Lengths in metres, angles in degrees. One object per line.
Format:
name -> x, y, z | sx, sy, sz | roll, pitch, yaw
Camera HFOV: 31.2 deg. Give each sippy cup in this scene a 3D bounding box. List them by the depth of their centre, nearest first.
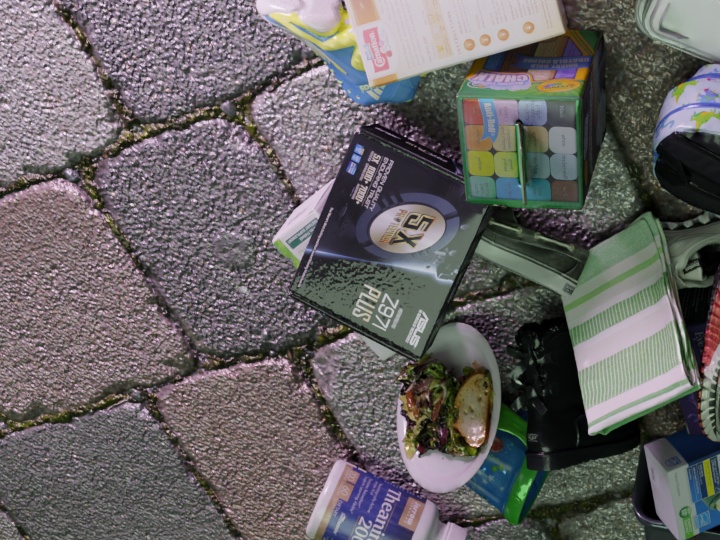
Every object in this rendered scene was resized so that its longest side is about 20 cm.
sippy cup -> 0.165, 0.219, 1.574 | 0.129, 0.139, 0.180 | 26, 118, 16

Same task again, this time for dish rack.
dish rack -> 0.370, -0.258, 1.212 | 0.198, 0.044, 0.173 | 22, 128, 5

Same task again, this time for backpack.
backpack -> 0.381, -0.112, 1.247 | 0.197, 0.156, 0.164 | 5, 155, 5

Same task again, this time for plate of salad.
plate of salad -> 0.094, 0.160, 1.523 | 0.048, 0.202, 0.200 | 12, 137, -32

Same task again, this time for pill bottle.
pill bottle -> 0.036, 0.341, 1.712 | 0.198, 0.111, 0.112 | 24, 129, 4

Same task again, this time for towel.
towel -> 0.276, 0.057, 1.357 | 0.023, 0.202, 0.152 | 14, 145, -35

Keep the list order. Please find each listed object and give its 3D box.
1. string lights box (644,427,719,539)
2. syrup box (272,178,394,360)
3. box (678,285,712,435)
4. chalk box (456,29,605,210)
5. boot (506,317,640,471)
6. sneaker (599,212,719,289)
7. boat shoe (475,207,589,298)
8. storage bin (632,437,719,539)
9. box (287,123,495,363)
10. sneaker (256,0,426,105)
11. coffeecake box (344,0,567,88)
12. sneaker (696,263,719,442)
string lights box -> 0.424, 0.212, 1.441 | 0.198, 0.059, 0.104 | -21, 119, -7
syrup box -> 0.000, 0.000, 1.511 | 0.078, 0.082, 0.200 | -34, 105, 35
box -> 0.433, 0.079, 1.379 | 0.198, 0.105, 0.149 | -12, 117, 28
chalk box -> 0.167, -0.141, 1.271 | 0.122, 0.201, 0.126 | 5, 125, 18
boot -> 0.250, 0.134, 1.488 | 0.073, 0.197, 0.165 | -1, 94, 49
sneaker -> 0.335, -0.011, 1.373 | 0.199, 0.081, 0.075 | -23, 115, 34
boat shoe -> 0.159, -0.039, 1.436 | 0.198, 0.071, 0.064 | 27, 91, 18
storage bin -> 0.425, 0.307, 1.528 | 0.197, 0.146, 0.135 | 6, 135, 18
box -> 0.038, -0.032, 1.385 | 0.162, 0.086, 0.202 | 27, 104, 9
sneaker -> -0.021, -0.228, 1.366 | 0.198, 0.076, 0.106 | 19, 128, 8
coffeecake box -> 0.085, -0.282, 1.246 | 0.198, 0.073, 0.155 | -13, 106, 15
sneaker -> 0.383, 0.092, 1.293 | 0.081, 0.078, 0.202 | 9, 124, 14
